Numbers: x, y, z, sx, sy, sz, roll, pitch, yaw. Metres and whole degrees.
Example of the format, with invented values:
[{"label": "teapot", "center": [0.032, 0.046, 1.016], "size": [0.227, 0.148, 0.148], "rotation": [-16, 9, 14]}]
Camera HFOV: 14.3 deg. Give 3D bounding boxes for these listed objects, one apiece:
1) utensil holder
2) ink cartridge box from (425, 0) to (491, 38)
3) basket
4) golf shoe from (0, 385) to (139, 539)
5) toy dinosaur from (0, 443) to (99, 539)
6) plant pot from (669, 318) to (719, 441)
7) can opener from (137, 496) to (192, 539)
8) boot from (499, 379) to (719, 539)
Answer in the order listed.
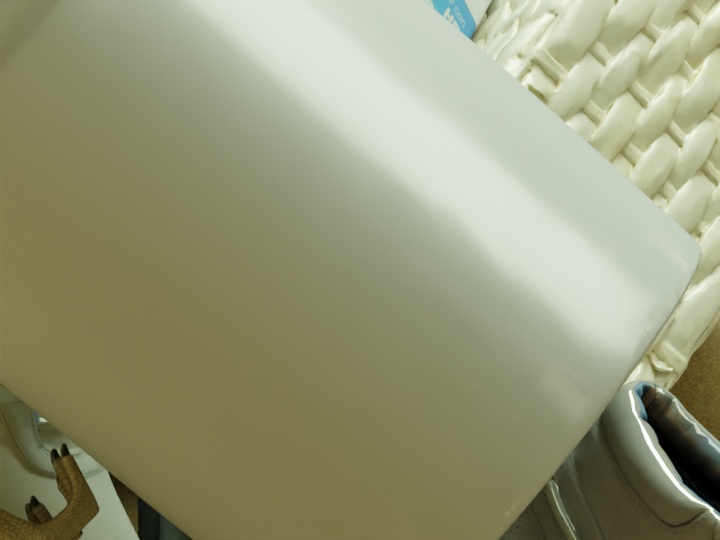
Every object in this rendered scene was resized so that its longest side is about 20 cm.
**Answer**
[{"label": "utensil holder", "center": [-0.026, -0.011, 0.823], "size": [0.200, 0.170, 0.170], "rotation": [39, 20, -1]}, {"label": "ink cartridge box", "center": [-0.015, -0.134, 1.061], "size": [0.084, 0.145, 0.200], "rotation": [57, 39, -25]}, {"label": "basket", "center": [0.064, -0.030, 1.035], "size": [0.136, 0.123, 0.200], "rotation": [48, 59, -17]}, {"label": "golf shoe", "center": [-0.116, 0.039, 0.910], "size": [0.200, 0.097, 0.078], "rotation": [46, 21, 22]}, {"label": "toy dinosaur", "center": [-0.127, 0.088, 0.823], "size": [0.101, 0.058, 0.200], "rotation": [-27, 54, -25]}, {"label": "plant pot", "center": [0.124, 0.059, 1.174], "size": [0.200, 0.187, 0.186], "rotation": [25, 20, 3]}, {"label": "can opener", "center": [-0.065, 0.019, 0.939], "size": [0.066, 0.201, 0.053], "rotation": [-4, 1, -18]}, {"label": "boot", "center": [0.110, 0.125, 0.850], "size": [0.073, 0.096, 0.200], "rotation": [5, 41, -53]}]
